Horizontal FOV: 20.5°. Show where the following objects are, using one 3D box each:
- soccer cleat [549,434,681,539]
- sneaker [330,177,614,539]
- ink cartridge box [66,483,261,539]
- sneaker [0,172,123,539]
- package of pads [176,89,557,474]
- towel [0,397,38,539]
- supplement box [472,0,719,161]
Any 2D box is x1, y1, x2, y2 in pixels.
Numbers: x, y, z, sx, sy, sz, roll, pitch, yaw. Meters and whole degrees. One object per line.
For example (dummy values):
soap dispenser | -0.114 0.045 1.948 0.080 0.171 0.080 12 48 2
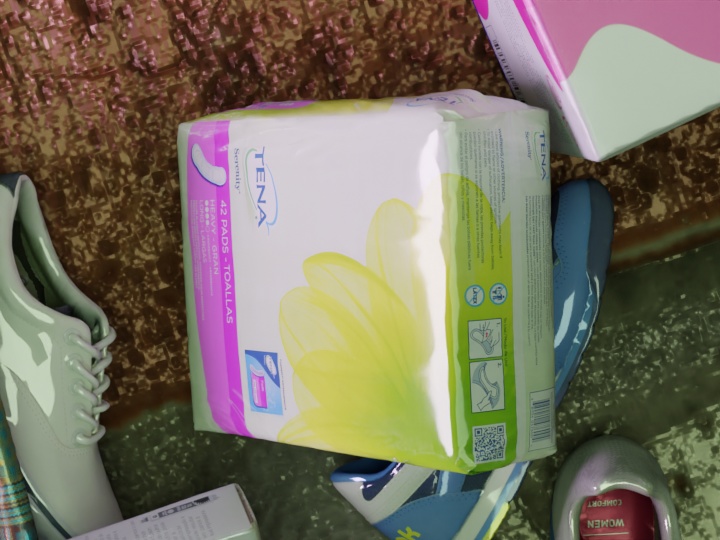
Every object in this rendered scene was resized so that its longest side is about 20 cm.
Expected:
soccer cleat | 0.121 0.179 0.937 0.070 0.086 0.200 -6 96 0
sneaker | 0.056 0.042 0.932 0.082 0.074 0.200 26 94 0
ink cartridge box | -0.126 0.211 0.907 0.200 0.041 0.200 -18 123 -11
sneaker | -0.148 0.050 0.927 0.071 0.073 0.200 -23 94 18
package of pads | 0.000 0.000 0.871 0.068 0.200 0.155 -6 96 -40
towel | -0.219 0.050 0.916 0.147 0.022 0.200 -9 97 40
supplement box | 0.112 -0.113 0.852 0.103 0.200 0.101 -24 95 2
